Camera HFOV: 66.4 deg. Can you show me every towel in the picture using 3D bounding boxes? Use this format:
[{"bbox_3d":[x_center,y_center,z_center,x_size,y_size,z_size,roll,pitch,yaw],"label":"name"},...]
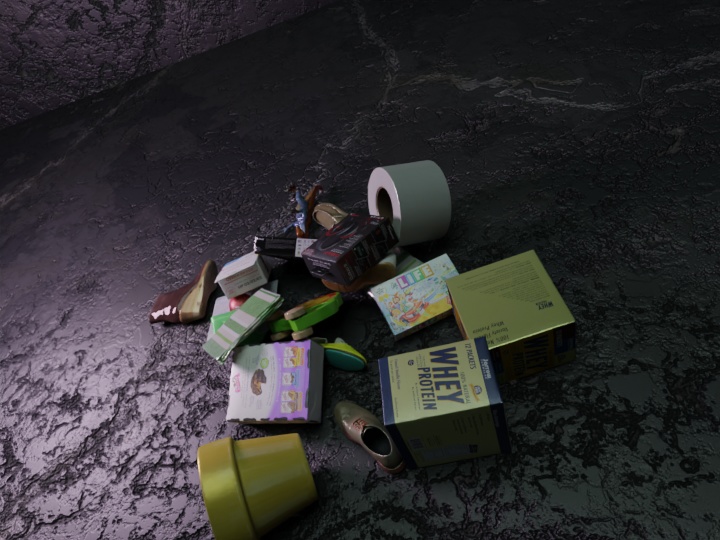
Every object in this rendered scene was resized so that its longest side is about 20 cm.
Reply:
[{"bbox_3d":[-0.273,0.123,1.272,0.200,0.023,0.152,-48,26,-16],"label":"towel"},{"bbox_3d":[0.061,-0.003,1.390,0.152,0.023,0.200,-38,48,-12],"label":"towel"}]

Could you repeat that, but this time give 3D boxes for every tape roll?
[{"bbox_3d":[0.119,-0.166,1.370,0.139,0.203,0.203,-11,42,-18],"label":"tape roll"}]

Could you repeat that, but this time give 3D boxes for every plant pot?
[{"bbox_3d":[-0.187,0.400,1.033,0.188,0.201,0.201,-16,44,-12],"label":"plant pot"}]

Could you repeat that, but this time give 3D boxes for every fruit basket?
[{"bbox_3d":[-0.300,0.114,1.418,0.184,0.094,0.200,-17,30,7],"label":"fruit basket"}]

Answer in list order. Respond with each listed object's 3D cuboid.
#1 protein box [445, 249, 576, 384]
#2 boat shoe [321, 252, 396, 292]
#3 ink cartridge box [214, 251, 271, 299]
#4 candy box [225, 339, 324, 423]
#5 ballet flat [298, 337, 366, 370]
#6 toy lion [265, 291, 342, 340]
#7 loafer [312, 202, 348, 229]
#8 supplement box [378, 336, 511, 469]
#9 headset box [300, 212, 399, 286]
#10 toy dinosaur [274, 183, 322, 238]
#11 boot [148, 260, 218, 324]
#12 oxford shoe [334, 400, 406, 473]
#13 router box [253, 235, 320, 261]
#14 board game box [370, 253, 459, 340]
[{"bbox_3d":[0.304,0.099,1.125,0.198,0.135,0.201,-19,45,5],"label":"protein box"},{"bbox_3d":[0.000,0.000,1.344,0.199,0.071,0.069,-10,36,25],"label":"boat shoe"},{"bbox_3d":[-0.305,0.011,1.446,0.115,0.068,0.200,-24,14,2],"label":"ink cartridge box"},{"bbox_3d":[-0.185,0.246,1.203,0.199,0.072,0.169,-6,69,21],"label":"candy box"},{"bbox_3d":[-0.074,0.184,1.260,0.199,0.067,0.067,-2,40,23],"label":"ballet flat"},{"bbox_3d":[-0.116,0.097,1.287,0.191,0.069,0.200,-24,6,-31],"label":"toy lion"},{"bbox_3d":[-0.066,-0.131,1.529,0.199,0.076,0.067,22,55,36],"label":"loafer"},{"bbox_3d":[0.156,0.247,1.007,0.199,0.200,0.135,-14,47,9],"label":"supplement box"},{"bbox_3d":[-0.032,-0.048,1.296,0.200,0.075,0.148,-41,32,-25],"label":"headset box"},{"bbox_3d":[-0.165,-0.170,1.605,0.199,0.105,0.182,-23,65,-15],"label":"toy dinosaur"},{"bbox_3d":[-0.497,0.059,1.542,0.166,0.072,0.201,-5,52,16],"label":"boot"},{"bbox_3d":[0.012,0.314,1.095,0.070,0.075,0.200,-44,48,-18],"label":"oxford shoe"},{"bbox_3d":[-0.157,-0.053,1.449,0.199,0.149,0.051,5,87,25],"label":"router box"},{"bbox_3d":[0.142,0.059,1.271,0.199,0.034,0.135,-25,59,-4],"label":"board game box"}]
